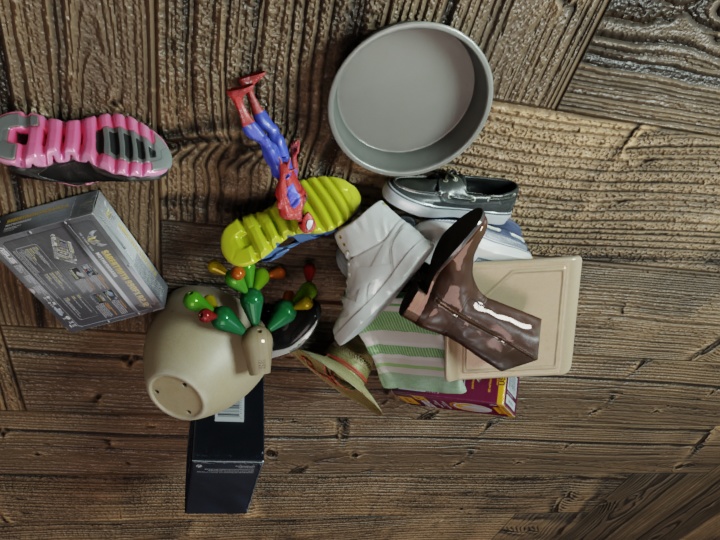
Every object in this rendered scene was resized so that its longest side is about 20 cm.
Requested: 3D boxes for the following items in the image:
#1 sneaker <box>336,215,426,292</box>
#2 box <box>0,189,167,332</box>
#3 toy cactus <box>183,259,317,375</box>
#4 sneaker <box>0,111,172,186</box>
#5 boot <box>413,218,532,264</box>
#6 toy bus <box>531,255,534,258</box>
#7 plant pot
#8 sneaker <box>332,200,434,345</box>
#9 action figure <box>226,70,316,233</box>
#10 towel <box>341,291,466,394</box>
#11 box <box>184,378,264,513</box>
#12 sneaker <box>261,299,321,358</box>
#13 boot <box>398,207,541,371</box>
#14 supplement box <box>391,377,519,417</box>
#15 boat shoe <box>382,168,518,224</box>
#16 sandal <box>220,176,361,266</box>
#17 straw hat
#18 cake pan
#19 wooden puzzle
[{"bbox_3d":[0.070,-0.010,0.889,0.198,0.076,0.114,24,131,-26],"label":"sneaker"},{"bbox_3d":[-0.389,-0.006,0.841,0.156,0.049,0.201,-15,136,5],"label":"box"},{"bbox_3d":[-0.145,0.063,0.853,0.198,0.168,0.102,-4,176,-37],"label":"toy cactus"},{"bbox_3d":[-0.326,-0.134,0.717,0.196,0.080,0.096,5,157,-13],"label":"sneaker"},{"bbox_3d":[0.154,-0.048,0.857,0.197,0.091,0.073,18,133,-23],"label":"boot"},{"bbox_3d":[0.197,0.063,0.920,0.198,0.066,0.078,-32,128,12],"label":"toy bus"},{"bbox_3d":[-0.248,0.144,0.908,0.197,0.135,0.203,7,125,10],"label":"plant pot"},{"bbox_3d":[0.000,0.000,0.816,0.116,0.073,0.201,44,115,11],"label":"sneaker"},{"bbox_3d":[-0.096,-0.131,0.720,0.051,0.066,0.202,-9,124,14],"label":"action figure"},{"bbox_3d":[0.065,0.112,0.912,0.150,0.023,0.202,-1,128,33],"label":"towel"},{"bbox_3d":[-0.243,0.295,1.064,0.121,0.202,0.200,5,135,-15],"label":"box"},{"bbox_3d":[-0.157,0.094,0.967,0.198,0.076,0.088,-30,127,21],"label":"sneaker"},{"bbox_3d":[0.177,0.035,0.788,0.198,0.065,0.187,28,120,-12],"label":"boot"},{"bbox_3d":[0.166,0.192,1.041,0.197,0.087,0.110,1,157,26],"label":"supplement box"},{"bbox_3d":[0.125,-0.109,0.811,0.197,0.069,0.057,5,127,-22],"label":"boat shoe"},{"bbox_3d":[-0.092,-0.066,0.821,0.197,0.081,0.087,-21,173,3],"label":"sandal"},{"bbox_3d":[-0.021,0.156,1.031,0.086,0.199,0.202,-53,135,-17],"label":"straw hat"},{"bbox_3d":[0.058,-0.204,0.716,0.196,0.037,0.202,-4,136,-4],"label":"cake pan"},{"bbox_3d":[0.215,0.069,0.861,0.196,0.037,0.188,-5,113,-4],"label":"wooden puzzle"}]
